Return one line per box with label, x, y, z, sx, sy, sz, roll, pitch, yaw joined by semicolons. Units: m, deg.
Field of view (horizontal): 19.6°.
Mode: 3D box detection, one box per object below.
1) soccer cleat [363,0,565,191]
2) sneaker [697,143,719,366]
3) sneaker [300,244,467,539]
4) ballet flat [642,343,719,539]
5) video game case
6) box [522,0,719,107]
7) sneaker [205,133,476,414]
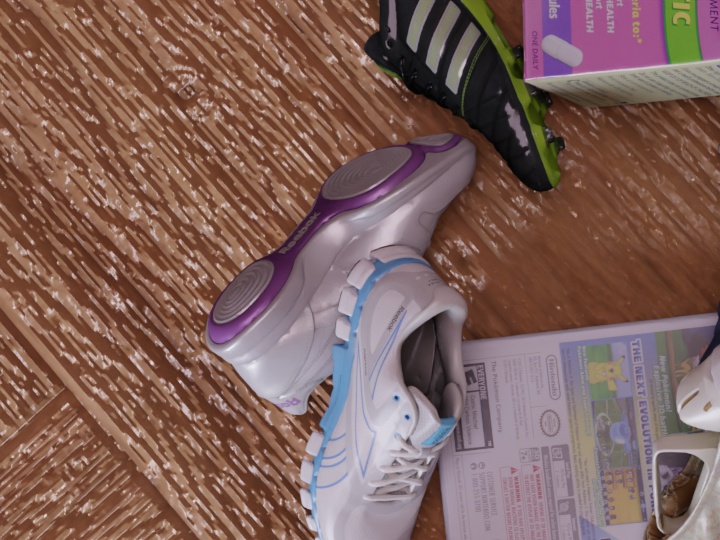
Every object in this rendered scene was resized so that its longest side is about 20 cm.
soccer cleat;0.054;-0.125;1.252;0.081;0.068;0.200;-31;75;12
sneaker;0.230;-0.019;1.205;0.108;0.070;0.200;40;79;6
sneaker;0.021;0.092;1.194;0.075;0.087;0.200;-3;107;-31
ballet flat;0.194;0.091;1.137;0.062;0.067;0.200;11;127;3
video game case;0.139;0.133;1.232;0.182;0.022;0.200;-7;83;7
box;0.198;-0.194;1.184;0.200;0.097;0.176;-3;83;27
sneaker;0.000;0.000;1.249;0.200;0.075;0.100;-44;117;-10
